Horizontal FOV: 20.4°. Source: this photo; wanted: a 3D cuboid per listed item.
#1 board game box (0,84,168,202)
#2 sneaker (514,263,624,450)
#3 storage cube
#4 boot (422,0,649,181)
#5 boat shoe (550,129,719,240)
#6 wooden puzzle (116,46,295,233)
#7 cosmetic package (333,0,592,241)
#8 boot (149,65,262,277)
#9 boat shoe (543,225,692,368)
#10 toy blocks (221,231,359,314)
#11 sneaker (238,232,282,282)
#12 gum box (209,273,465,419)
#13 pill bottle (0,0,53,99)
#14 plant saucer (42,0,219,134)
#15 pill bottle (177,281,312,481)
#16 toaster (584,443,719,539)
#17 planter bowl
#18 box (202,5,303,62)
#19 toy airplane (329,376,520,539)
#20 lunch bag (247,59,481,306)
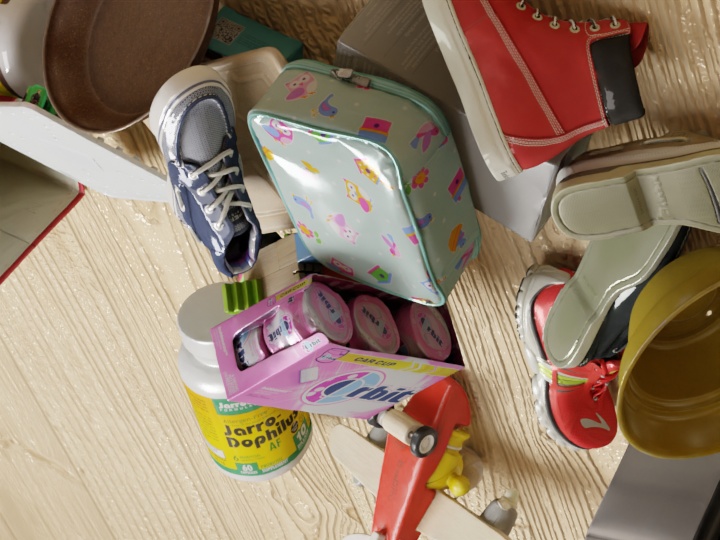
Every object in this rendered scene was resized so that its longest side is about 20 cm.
[{"bbox_3d":[-0.258,-0.115,1.809,0.199,0.026,0.199,29,168,-33],"label":"board game box"},{"bbox_3d":[0.190,0.082,1.691,0.084,0.077,0.201,7,136,34],"label":"sneaker"},{"bbox_3d":[-0.408,-0.109,1.975,0.179,0.171,0.201,23,145,26],"label":"storage cube"},{"bbox_3d":[0.125,-0.183,1.441,0.201,0.144,0.072,67,-169,9],"label":"boot"},{"bbox_3d":[0.238,-0.070,1.445,0.199,0.069,0.075,-2,127,16],"label":"boat shoe"},{"bbox_3d":[-0.084,-0.111,1.670,0.199,0.046,0.186,-4,135,42],"label":"wooden puzzle"},{"bbox_3d":[0.078,-0.123,1.540,0.199,0.090,0.107,30,148,9],"label":"cosmetic package"},{"bbox_3d":[-0.114,-0.078,1.604,0.091,0.072,0.200,54,165,24],"label":"boot"},{"bbox_3d":[0.217,0.003,1.566,0.200,0.066,0.075,-63,37,33],"label":"boat shoe"},{"bbox_3d":[0.000,0.000,1.705,0.199,0.101,0.136,6,160,-39],"label":"toy blocks"},{"bbox_3d":[-0.052,0.011,1.829,0.083,0.077,0.200,3,165,24],"label":"sneaker"},{"bbox_3d":[-0.020,0.064,1.649,0.113,0.199,0.067,-30,65,31],"label":"gum box"},{"bbox_3d":[-0.351,-0.220,1.836,0.199,0.109,0.110,13,140,36],"label":"pill bottle"},{"bbox_3d":[-0.181,-0.203,1.640,0.200,0.202,0.037,5,169,42],"label":"plant saucer"},{"bbox_3d":[-0.120,0.110,2.007,0.112,0.113,0.201,18,142,30],"label":"pill bottle"},{"bbox_3d":[0.290,0.220,1.627,0.118,0.201,0.181,6,147,42],"label":"toaster"},{"bbox_3d":[0.266,0.043,1.511,0.201,0.199,0.084,81,165,-47],"label":"planter bowl"},{"bbox_3d":[-0.095,-0.131,1.741,0.082,0.049,0.201,27,146,19],"label":"box"},{"bbox_3d":[0.063,0.213,1.923,0.199,0.141,0.201,-32,73,45],"label":"toy airplane"},{"bbox_3d":[0.002,-0.072,1.534,0.160,0.077,0.201,21,149,33],"label":"lunch bag"}]
